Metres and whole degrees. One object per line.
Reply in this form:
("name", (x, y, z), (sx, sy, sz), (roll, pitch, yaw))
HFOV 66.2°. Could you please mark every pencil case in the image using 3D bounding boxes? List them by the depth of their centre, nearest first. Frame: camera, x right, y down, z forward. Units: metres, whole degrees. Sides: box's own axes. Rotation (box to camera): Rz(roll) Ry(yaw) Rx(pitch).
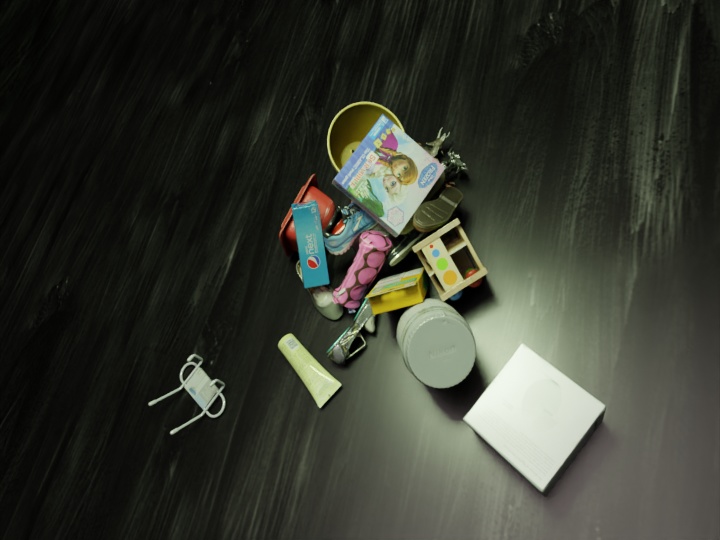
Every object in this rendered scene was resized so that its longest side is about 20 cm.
("pencil case", (0.000, 0.000, 1.368), (0.091, 0.092, 0.204), (49, 124, 39))

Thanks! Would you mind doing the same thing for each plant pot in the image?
("plant pot", (0.005, -0.295, 1.381), (0.193, 0.142, 0.207), (1, 85, -10))

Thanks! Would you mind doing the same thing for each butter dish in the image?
("butter dish", (-0.117, -0.120, 1.494), (0.145, 0.200, 0.203), (27, 76, 6))

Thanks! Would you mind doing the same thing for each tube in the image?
("tube", (-0.135, 0.246, 1.389), (0.200, 0.051, 0.059), (44, 128, 29))

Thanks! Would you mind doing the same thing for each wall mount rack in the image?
("wall mount rack", (-0.455, 0.330, 1.463), (0.198, 0.075, 0.175), (35, 82, 32))

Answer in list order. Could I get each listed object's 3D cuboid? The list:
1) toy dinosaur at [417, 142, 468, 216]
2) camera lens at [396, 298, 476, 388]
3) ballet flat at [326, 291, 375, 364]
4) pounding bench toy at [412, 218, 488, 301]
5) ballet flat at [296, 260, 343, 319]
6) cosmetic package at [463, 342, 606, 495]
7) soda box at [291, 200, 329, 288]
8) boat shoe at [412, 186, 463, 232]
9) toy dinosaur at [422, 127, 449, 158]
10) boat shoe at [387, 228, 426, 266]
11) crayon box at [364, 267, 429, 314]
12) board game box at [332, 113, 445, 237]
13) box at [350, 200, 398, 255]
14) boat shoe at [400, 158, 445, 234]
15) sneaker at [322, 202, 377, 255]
("toy dinosaur", (0.207, -0.240, 1.427), (0.134, 0.202, 0.102), (-33, 14, 10))
("camera lens", (0.161, 0.154, 1.200), (0.154, 0.200, 0.166), (0, 96, -1))
("ballet flat", (-0.003, 0.149, 1.375), (0.071, 0.072, 0.202), (32, 81, 31))
("pounding bench toy", (0.216, -0.022, 1.330), (0.122, 0.200, 0.159), (-31, 89, 8))
("ballet flat", (-0.115, 0.048, 1.461), (0.067, 0.064, 0.201), (-40, 58, 6))
("cosmetic package", (0.348, 0.301, 1.113), (0.201, 0.123, 0.198), (-48, 58, -6))
("soda box", (-0.126, -0.066, 1.382), (0.066, 0.206, 0.064), (-10, 17, -7))
("boat shoe", (0.184, -0.129, 1.322), (0.072, 0.069, 0.199), (39, 45, 17))
("toy dinosaur", (0.156, -0.310, 1.526), (0.195, 0.078, 0.104), (-9, 44, 31))
("boat shoe", (0.121, -0.092, 1.392), (0.066, 0.075, 0.199), (42, 67, 7))
("crayon box", (0.091, 0.050, 1.303), (0.122, 0.200, 0.053), (-16, 97, 15))
("board game box", (0.067, -0.222, 1.291), (0.198, 0.041, 0.202), (37, 80, -5))
("box", (0.045, -0.154, 1.464), (0.124, 0.109, 0.206), (0, 65, 22))
("boat shoe", (0.136, -0.183, 1.357), (0.072, 0.063, 0.203), (26, 79, 29))
("sneaker", (-0.017, -0.131, 1.361), (0.078, 0.090, 0.201), (37, 82, 33))
